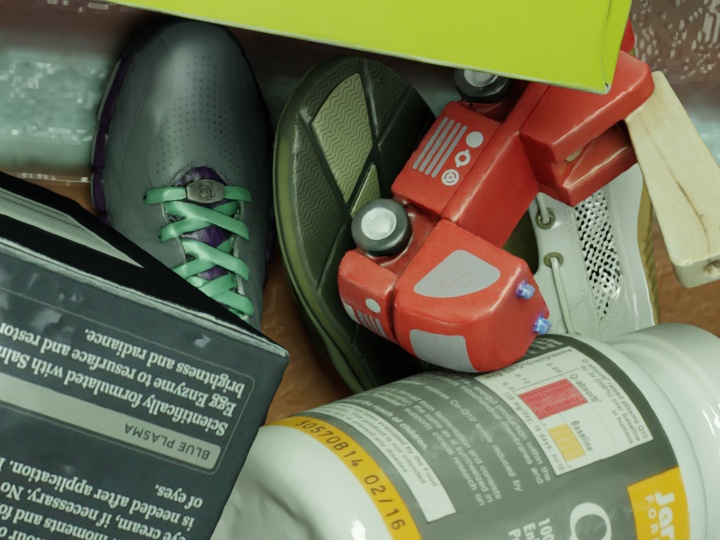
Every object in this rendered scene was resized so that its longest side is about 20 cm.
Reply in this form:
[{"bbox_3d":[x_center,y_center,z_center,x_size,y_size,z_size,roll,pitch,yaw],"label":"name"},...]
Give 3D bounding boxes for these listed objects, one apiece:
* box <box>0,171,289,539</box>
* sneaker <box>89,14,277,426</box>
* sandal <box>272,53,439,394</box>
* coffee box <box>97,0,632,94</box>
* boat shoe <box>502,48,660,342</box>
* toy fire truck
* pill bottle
[{"bbox_3d":[-0.145,0.071,0.750,0.117,0.197,0.200,22,94,-30],"label":"box"},{"bbox_3d":[-0.053,0.010,0.839,0.074,0.088,0.201,-5,107,-25],"label":"sneaker"},{"bbox_3d":[0.000,0.001,0.866,0.080,0.057,0.201,-48,145,-24],"label":"sandal"},{"bbox_3d":[-0.026,-0.183,0.733,0.199,0.198,0.201,7,101,-28],"label":"coffee box"},{"bbox_3d":[0.083,-0.004,0.920,0.069,0.071,0.200,-7,118,3],"label":"boat shoe"},{"bbox_3d":[0.099,-0.039,0.790,0.200,0.141,0.049,-56,153,-13],"label":"toy fire truck"},{"bbox_3d":[0.050,0.088,0.819,0.200,0.116,0.117,-16,112,-34],"label":"pill bottle"}]
